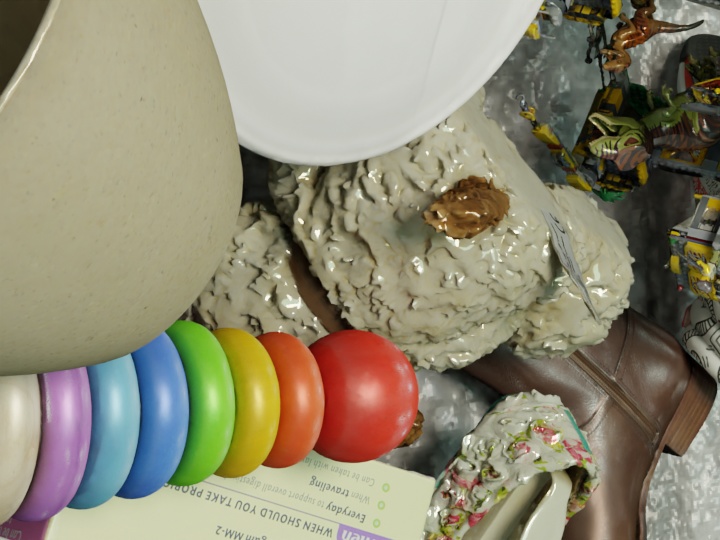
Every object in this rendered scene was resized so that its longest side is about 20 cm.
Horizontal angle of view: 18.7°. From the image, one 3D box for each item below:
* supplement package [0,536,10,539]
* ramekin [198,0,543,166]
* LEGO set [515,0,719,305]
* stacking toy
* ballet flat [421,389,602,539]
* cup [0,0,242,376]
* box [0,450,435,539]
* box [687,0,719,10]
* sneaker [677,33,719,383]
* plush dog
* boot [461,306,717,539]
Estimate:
[{"bbox_3d":[-0.087,0.172,0.804,0.200,0.114,0.110,23,76,-29],"label":"supplement package"},{"bbox_3d":[-0.016,-0.147,0.833,0.202,0.094,0.203,-24,131,-31],"label":"ramekin"},{"bbox_3d":[0.137,-0.057,0.961,0.200,0.154,0.116,82,30,-60],"label":"LEGO set"},{"bbox_3d":[-0.065,0.054,0.844,0.200,0.085,0.085,1,89,-32],"label":"stacking toy"},{"bbox_3d":[0.042,0.146,0.991,0.076,0.064,0.200,23,100,-41],"label":"ballet flat"},{"bbox_3d":[-0.121,-0.043,0.717,0.143,0.200,0.200,38,70,-43],"label":"cup"},{"bbox_3d":[-0.086,0.157,0.930,0.176,0.097,0.200,21,78,-31],"label":"box"},{"bbox_3d":[0.110,-0.204,0.976,0.098,0.200,0.124,-64,159,-17],"label":"box"},{"bbox_3d":[0.188,-0.025,1.106,0.067,0.201,0.108,7,130,-21],"label":"sneaker"},{"bbox_3d":[0.000,0.000,0.945,0.200,0.172,0.160,50,22,-9],"label":"plush dog"},{"bbox_3d":[0.064,0.063,1.048,0.200,0.064,0.186,41,64,-25],"label":"boot"}]
